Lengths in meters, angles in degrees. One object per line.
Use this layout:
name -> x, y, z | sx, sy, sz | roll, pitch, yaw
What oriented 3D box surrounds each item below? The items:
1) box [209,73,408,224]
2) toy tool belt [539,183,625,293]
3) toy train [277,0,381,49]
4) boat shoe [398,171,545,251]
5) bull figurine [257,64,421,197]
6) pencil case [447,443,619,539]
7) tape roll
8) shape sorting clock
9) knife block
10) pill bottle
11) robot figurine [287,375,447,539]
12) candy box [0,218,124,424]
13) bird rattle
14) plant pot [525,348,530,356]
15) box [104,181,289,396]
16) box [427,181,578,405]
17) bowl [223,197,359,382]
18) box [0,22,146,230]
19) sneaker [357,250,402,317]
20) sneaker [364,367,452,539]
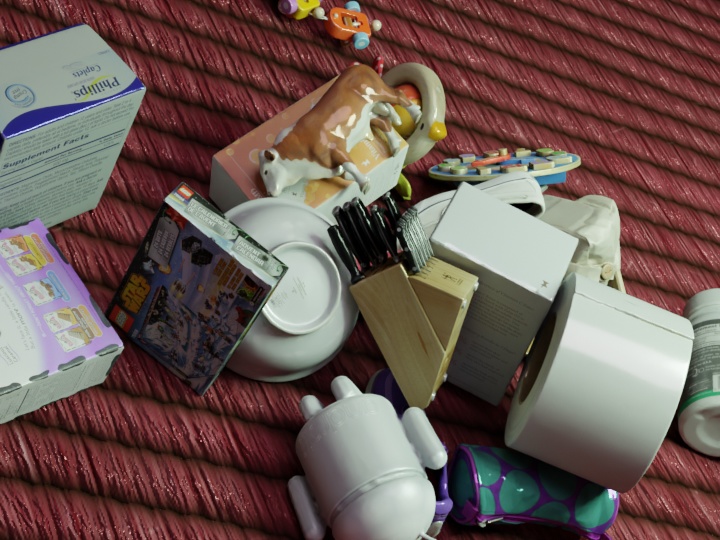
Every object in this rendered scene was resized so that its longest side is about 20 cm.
box -> -0.061, -0.116, 1.586 | 0.199, 0.098, 0.125 | -36, 74, -22
toy tool belt -> 0.245, -0.025, 1.703 | 0.124, 0.124, 0.199 | -37, 33, -28
toy train -> -0.061, -0.386, 1.892 | 0.148, 0.056, 0.202 | 1, 57, -33
boat shoe -> 0.130, -0.055, 1.656 | 0.197, 0.073, 0.066 | -18, 35, 1
bull figurine -> -0.024, -0.147, 1.517 | 0.121, 0.065, 0.201 | 35, 66, 4
pencil case -> 0.187, 0.248, 1.498 | 0.197, 0.085, 0.094 | 11, 53, -26
tape roll -> 0.254, 0.120, 1.469 | 0.137, 0.204, 0.204 | 21, 45, 1
shape sorting clock -> 0.186, -0.138, 1.765 | 0.197, 0.040, 0.200 | -5, 16, 1
knife block -> 0.028, 0.026, 1.449 | 0.174, 0.202, 0.064 | 23, 27, 12
pill bottle -> 0.464, 0.128, 1.751 | 0.112, 0.113, 0.202 | 24, 45, -12
robot figurine -> 0.005, 0.208, 1.386 | 0.201, 0.168, 0.113 | 61, 8, 31
candy box -> -0.361, 0.057, 1.320 | 0.199, 0.072, 0.169 | -22, 68, -42
bird rattle -> 0.047, -0.195, 1.734 | 0.112, 0.162, 0.203 | 23, 52, -39
plant pot -> 0.200, 0.032, 1.727 | 0.197, 0.028, 0.202 | 17, 47, -19
box -> -0.170, 0.023, 1.375 | 0.136, 0.200, 0.040 | 38, 44, 1
box -> 0.135, 0.029, 1.542 | 0.151, 0.201, 0.107 | 27, 47, 6
bowl -> -0.078, 0.019, 1.447 | 0.198, 0.090, 0.205 | 1, 87, -21
box -> -0.344, -0.131, 1.393 | 0.105, 0.201, 0.183 | 47, 45, 13
sneaker -> 0.000, 0.000, 1.594 | 0.199, 0.074, 0.087 | -24, 65, -43
sneaker -> 0.063, 0.188, 1.471 | 0.080, 0.084, 0.202 | 4, 51, -30
